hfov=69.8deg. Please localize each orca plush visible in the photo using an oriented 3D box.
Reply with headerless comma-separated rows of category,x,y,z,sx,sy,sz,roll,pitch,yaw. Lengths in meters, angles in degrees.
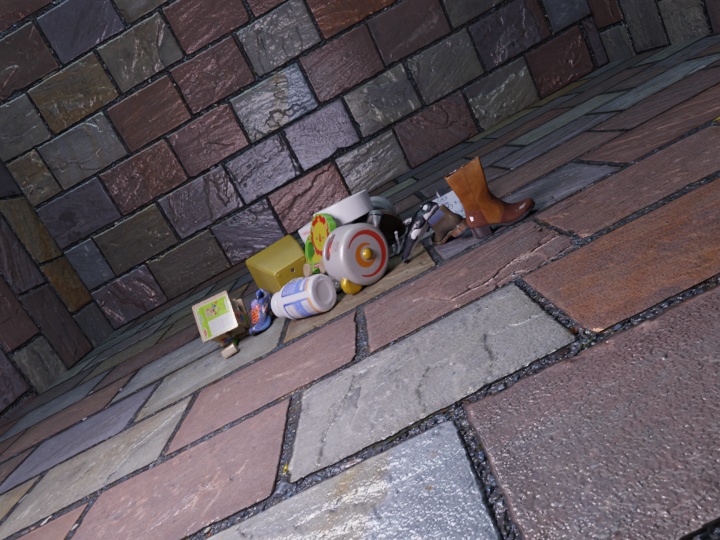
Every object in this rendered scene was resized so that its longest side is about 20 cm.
orca plush,0.157,-0.125,1.539,0.105,0.071,0.202,-27,-35,-53

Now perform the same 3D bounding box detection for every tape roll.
tape roll,-0.057,-0.200,1.748,0.201,0.071,0.203,-25,8,4

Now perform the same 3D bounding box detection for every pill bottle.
pill bottle,-0.177,0.085,1.559,0.199,0.113,0.112,-17,17,40

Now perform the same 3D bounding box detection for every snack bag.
snack bag,0.306,-0.203,1.691,0.198,0.022,0.189,-25,35,6

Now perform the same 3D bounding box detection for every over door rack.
over door rack,0.086,-0.093,1.777,0.147,0.067,0.200,-20,16,30

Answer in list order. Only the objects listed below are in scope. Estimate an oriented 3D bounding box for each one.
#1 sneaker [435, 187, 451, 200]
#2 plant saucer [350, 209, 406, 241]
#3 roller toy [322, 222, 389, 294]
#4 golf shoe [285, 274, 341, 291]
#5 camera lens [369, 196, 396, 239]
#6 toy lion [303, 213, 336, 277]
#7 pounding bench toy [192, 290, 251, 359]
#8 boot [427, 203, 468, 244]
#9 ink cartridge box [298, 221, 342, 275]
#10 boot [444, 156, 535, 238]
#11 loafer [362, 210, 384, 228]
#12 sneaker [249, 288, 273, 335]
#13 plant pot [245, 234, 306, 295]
sneaker,0.299,-0.208,1.800,0.069,0.083,0.201,3,37,2
plant saucer,0.064,-0.163,1.843,0.199,0.200,0.037,-19,55,34
roller toy,-0.012,-0.046,1.547,0.199,0.184,0.139,-36,18,-27
golf shoe,-0.142,0.053,1.681,0.197,0.079,0.097,-6,1,12
camera lens,0.061,-0.198,2.007,0.159,0.161,0.200,-26,13,11
toy lion,-0.129,-0.084,1.670,0.068,0.194,0.199,-6,-4,-31
pounding bench toy,-0.430,0.196,1.677,0.123,0.202,0.156,-25,-18,3
boot,0.236,-0.139,1.515,0.075,0.097,0.200,-51,8,-19
ink cartridge box,-0.119,-0.095,1.908,0.144,0.202,0.084,-18,16,40
boot,0.349,-0.212,1.386,0.187,0.202,0.069,-23,14,20
loafer,0.039,-0.138,1.762,0.071,0.064,0.200,5,-20,-4
sneaker,-0.340,0.138,1.720,0.075,0.079,0.201,-30,28,22
plant pot,-0.258,0.017,1.843,0.199,0.202,0.176,-33,27,-20
